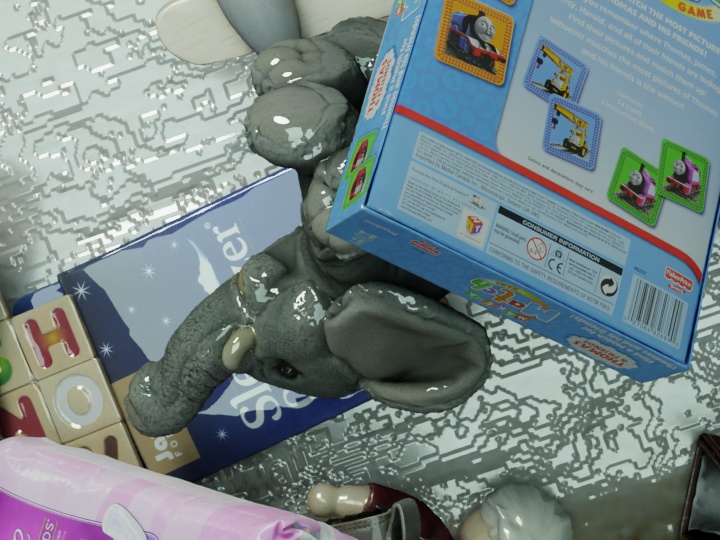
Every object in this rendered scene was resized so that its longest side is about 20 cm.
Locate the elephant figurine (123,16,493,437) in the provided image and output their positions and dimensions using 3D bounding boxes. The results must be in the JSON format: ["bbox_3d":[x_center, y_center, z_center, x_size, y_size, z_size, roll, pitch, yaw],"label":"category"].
[{"bbox_3d":[0.000,0.000,0.823,0.155,0.141,0.200,29,130,22],"label":"elephant figurine"}]

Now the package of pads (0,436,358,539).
[{"bbox_3d":[-0.095,0.147,0.802,0.200,0.076,0.121,10,81,43],"label":"package of pads"}]

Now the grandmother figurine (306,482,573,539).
[{"bbox_3d":[0.007,0.152,0.900,0.200,0.061,0.121,-19,118,1],"label":"grandmother figurine"}]

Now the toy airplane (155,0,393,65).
[{"bbox_3d":[0.028,-0.155,0.843,0.199,0.141,0.200,25,93,1],"label":"toy airplane"}]

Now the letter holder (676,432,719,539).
[{"bbox_3d":[0.249,0.149,0.840,0.200,0.142,0.101,11,92,2],"label":"letter holder"}]

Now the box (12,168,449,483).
[{"bbox_3d":[-0.061,0.028,0.909,0.200,0.032,0.121,-26,90,5],"label":"box"}]

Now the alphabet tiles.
[{"bbox_3d":[-0.210,0.094,0.916,0.200,0.008,0.167,-22,90,13],"label":"alphabet tiles"}]

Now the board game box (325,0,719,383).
[{"bbox_3d":[0.082,-0.076,0.744,0.151,0.037,0.200,26,65,-20],"label":"board game box"}]

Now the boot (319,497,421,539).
[{"bbox_3d":[-0.032,0.199,0.848,0.200,0.069,0.174,-23,87,26],"label":"boot"}]
